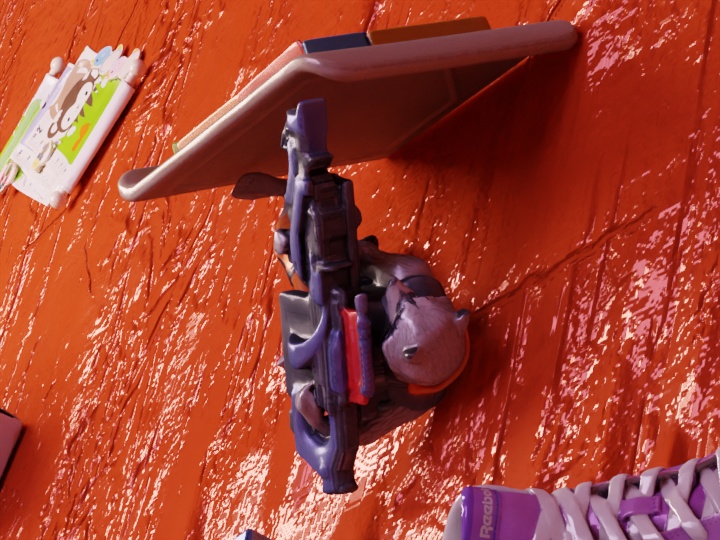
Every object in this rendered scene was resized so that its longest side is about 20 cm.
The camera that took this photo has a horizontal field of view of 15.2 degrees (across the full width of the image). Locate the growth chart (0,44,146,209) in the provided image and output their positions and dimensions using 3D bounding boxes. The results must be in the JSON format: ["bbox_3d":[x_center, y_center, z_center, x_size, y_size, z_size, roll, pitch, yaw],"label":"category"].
[{"bbox_3d":[-0.225,-0.112,2.060,0.145,0.018,0.200,-63,25,-6],"label":"growth chart"}]

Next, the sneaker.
[{"bbox_3d":[0.102,0.105,1.052,0.200,0.114,0.073,-44,27,31],"label":"sneaker"}]

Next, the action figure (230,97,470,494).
[{"bbox_3d":[0.000,0.000,1.374,0.193,0.104,0.201,-146,51,-60],"label":"action figure"}]

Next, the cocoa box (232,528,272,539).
[{"bbox_3d":[-0.009,0.216,1.040,0.133,0.199,0.132,-38,32,41],"label":"cocoa box"}]

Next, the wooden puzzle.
[{"bbox_3d":[-0.010,-0.091,1.432,0.200,0.184,0.037,-27,78,48],"label":"wooden puzzle"}]

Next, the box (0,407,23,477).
[{"bbox_3d":[-0.363,0.105,1.868,0.176,0.199,0.097,-6,58,60],"label":"box"}]
